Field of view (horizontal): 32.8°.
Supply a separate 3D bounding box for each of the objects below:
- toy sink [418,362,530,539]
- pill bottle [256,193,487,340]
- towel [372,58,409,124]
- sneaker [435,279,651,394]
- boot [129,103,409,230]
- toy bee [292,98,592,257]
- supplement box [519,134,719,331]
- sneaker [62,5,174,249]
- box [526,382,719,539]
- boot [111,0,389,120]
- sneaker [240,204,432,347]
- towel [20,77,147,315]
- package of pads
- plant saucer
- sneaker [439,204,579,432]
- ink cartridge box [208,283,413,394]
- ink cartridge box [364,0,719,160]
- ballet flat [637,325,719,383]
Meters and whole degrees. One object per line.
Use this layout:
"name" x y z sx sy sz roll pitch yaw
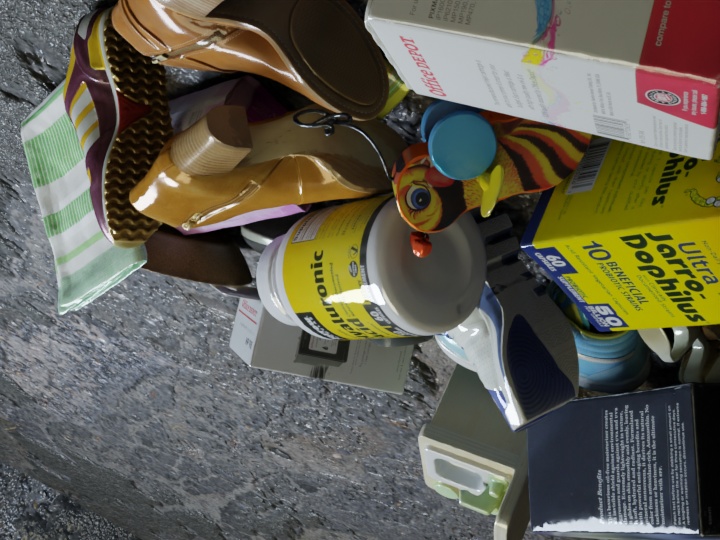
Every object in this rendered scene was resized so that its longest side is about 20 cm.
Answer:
"toy sink" 0.126 0.165 1.186 0.111 0.201 0.131 17 153 18
"pill bottle" 0.000 0.000 0.992 0.111 0.112 0.199 40 155 -25
"towel" -0.054 -0.183 0.941 0.199 0.018 0.086 35 147 -13
"sneaker" 0.155 0.039 1.074 0.198 0.080 0.131 7 150 18
"boot" -0.071 -0.075 0.974 0.200 0.071 0.144 6 157 -32
"toy bee" 0.064 -0.069 0.872 0.198 0.131 0.110 3 113 18
"supplement box" 0.228 -0.036 0.833 0.109 0.110 0.199 43 149 -29
"sneaker" -0.207 -0.119 1.033 0.074 0.202 0.090 0 179 -41
"box" 0.280 0.168 1.051 0.199 0.125 0.198 7 168 -32
"boot" -0.085 -0.169 0.915 0.199 0.074 0.154 37 156 -20
"sneaker" -0.022 0.008 1.147 0.198 0.075 0.107 15 126 21
"towel" -0.259 -0.076 1.130 0.023 0.202 0.152 -1 161 -42
"package of pads" -0.132 -0.099 1.093 0.199 0.076 0.120 -7 139 49
"plant saucer" -0.200 -0.033 1.234 0.198 0.036 0.200 17 -172 -2
"sneaker" 0.102 0.040 1.033 0.115 0.080 0.201 -43 66 57
"ink cartridge box" -0.059 0.064 1.215 0.198 0.067 0.116 12 -177 -17
"ink cartridge box" 0.119 -0.141 0.715 0.198 0.086 0.148 16 175 16
"ballet flat" 0.273 0.057 1.007 0.200 0.071 0.070 43 150 -29
